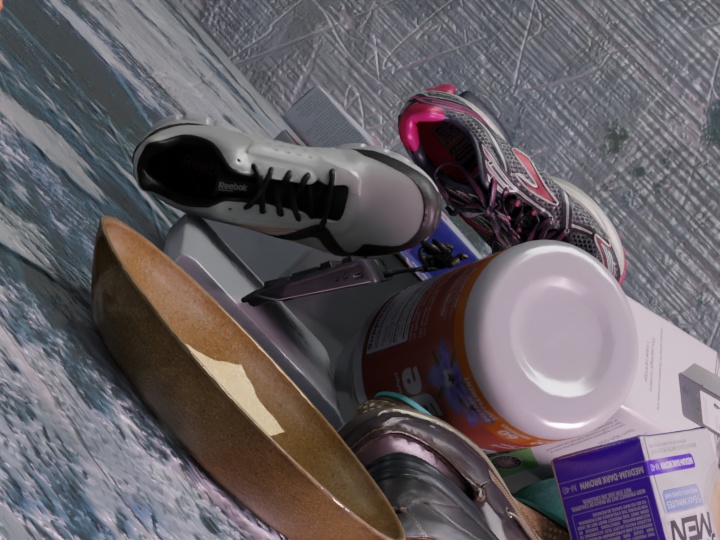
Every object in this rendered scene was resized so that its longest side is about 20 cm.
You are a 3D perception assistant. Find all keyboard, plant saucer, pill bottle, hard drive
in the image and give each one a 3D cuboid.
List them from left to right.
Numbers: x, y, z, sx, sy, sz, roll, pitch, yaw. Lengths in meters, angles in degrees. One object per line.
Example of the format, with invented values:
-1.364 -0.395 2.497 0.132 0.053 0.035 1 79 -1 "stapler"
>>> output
-0.060 0.060 1.020 0.200 0.035 0.200 47 3 -4 "plant saucer"
-0.066 0.030 1.341 0.132 0.027 0.200 47 3 -8 "hard drive"
0.000 0.000 1.312 0.200 0.126 0.021 -18 97 -87 "keyboard"
0.065 0.055 1.321 0.112 0.112 0.200 46 -28 -11 "pill bottle"

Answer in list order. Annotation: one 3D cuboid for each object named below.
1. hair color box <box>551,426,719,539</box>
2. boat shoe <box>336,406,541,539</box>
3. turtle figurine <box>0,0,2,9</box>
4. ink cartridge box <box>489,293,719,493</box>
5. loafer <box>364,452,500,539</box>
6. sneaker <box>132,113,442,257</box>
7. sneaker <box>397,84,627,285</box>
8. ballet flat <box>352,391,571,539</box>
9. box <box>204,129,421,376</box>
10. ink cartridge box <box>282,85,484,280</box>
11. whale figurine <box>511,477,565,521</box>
0.179 0.194 1.284 0.109 0.065 0.201 1 75 -61 "hair color box"
0.062 0.148 1.193 0.200 0.074 0.073 44 4 -26 "boat shoe"
-0.273 -0.203 1.149 0.201 0.064 0.161 57 13 11 "turtle figurine"
0.173 0.105 1.476 0.199 0.145 0.084 30 53 -33 "ink cartridge box"
0.071 0.175 1.110 0.200 0.073 0.072 37 15 -13 "loafer"
-0.049 -0.047 1.391 0.199 0.074 0.080 10 10 9 "sneaker"
0.100 -0.045 1.588 0.200 0.081 0.075 42 17 6 "sneaker"
0.064 0.147 1.287 0.200 0.066 0.070 37 -23 -21 "ballet flat"
-0.008 0.018 1.568 0.200 0.097 0.124 44 5 -39 "box"
0.050 -0.018 1.559 0.196 0.043 0.200 45 3 -42 "ink cartridge box"
0.154 0.205 1.395 0.159 0.104 0.200 45 5 -34 "whale figurine"
